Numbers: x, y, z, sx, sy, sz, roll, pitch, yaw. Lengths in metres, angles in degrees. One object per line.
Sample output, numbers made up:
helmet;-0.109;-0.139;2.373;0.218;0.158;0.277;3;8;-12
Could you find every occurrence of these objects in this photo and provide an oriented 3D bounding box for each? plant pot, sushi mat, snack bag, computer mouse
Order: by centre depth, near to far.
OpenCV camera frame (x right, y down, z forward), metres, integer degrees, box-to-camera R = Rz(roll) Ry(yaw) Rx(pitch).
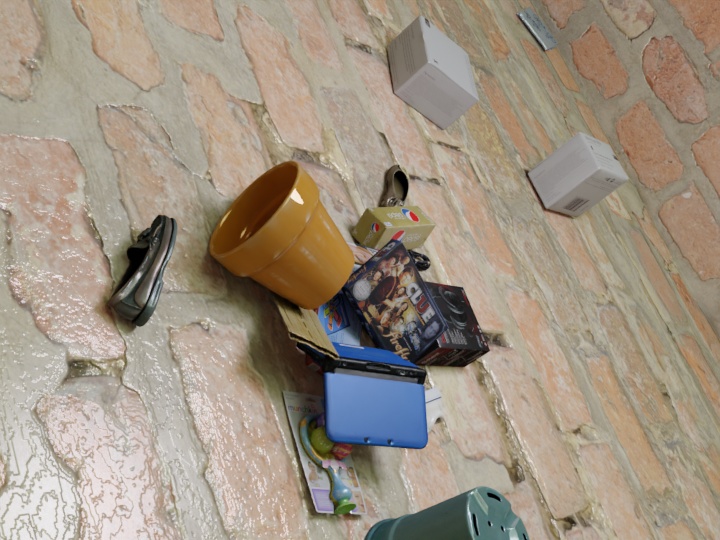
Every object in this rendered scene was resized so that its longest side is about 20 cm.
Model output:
plant pot;0.137;0.428;1.409;0.199;0.196;0.202;34;35;-28
sushi mat;-0.092;0.084;1.516;0.095;0.012;0.200;28;9;-21
plant pot;-0.113;-0.041;1.539;0.183;0.199;0.202;45;31;-26
computer mouse;0.095;-0.017;1.946;0.199;0.034;0.059;-11;68;-57
snack bag;0.681;-0.923;3.641;0.189;0.021;0.200;52;30;-2

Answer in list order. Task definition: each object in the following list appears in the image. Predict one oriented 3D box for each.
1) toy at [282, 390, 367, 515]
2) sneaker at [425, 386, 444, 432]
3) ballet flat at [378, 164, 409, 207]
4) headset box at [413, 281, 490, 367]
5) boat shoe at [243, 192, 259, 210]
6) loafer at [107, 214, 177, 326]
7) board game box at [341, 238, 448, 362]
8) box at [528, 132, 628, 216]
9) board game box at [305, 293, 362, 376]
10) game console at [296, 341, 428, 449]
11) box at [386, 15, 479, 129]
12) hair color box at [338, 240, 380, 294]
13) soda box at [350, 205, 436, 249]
toy;-0.043;0.273;1.459;0.114;0.047;0.202;18;47;-46
sneaker;0.091;0.255;1.636;0.199;0.073;0.072;-13;76;-53
ballet flat;0.083;-0.177;2.073;0.067;0.046;0.201;44;32;-16
headset box;0.148;0.105;1.857;0.199;0.077;0.150;11;51;-51
boat shoe;-0.148;-0.127;1.690;0.065;0.074;0.202;51;24;6
loafer;-0.311;-0.014;1.362;0.062;0.072;0.202;29;40;-25
board game box;0.063;0.066;1.692;0.135;0.034;0.201;-41;117;-21
box;0.630;-0.273;2.746;0.198;0.199;0.132;7;52;-50
board game box;-0.043;0.111;1.647;0.103;0.019;0.201;39;34;-25
game console;0.001;0.197;1.531;0.198;0.120;0.170;12;6;-33
box;0.186;-0.513;2.462;0.199;0.130;0.201;29;39;-34
hair color box;0.000;0.000;1.745;0.199;0.061;0.099;13;26;-47
soda box;0.070;-0.085;1.933;0.064;0.068;0.199;45;26;23
